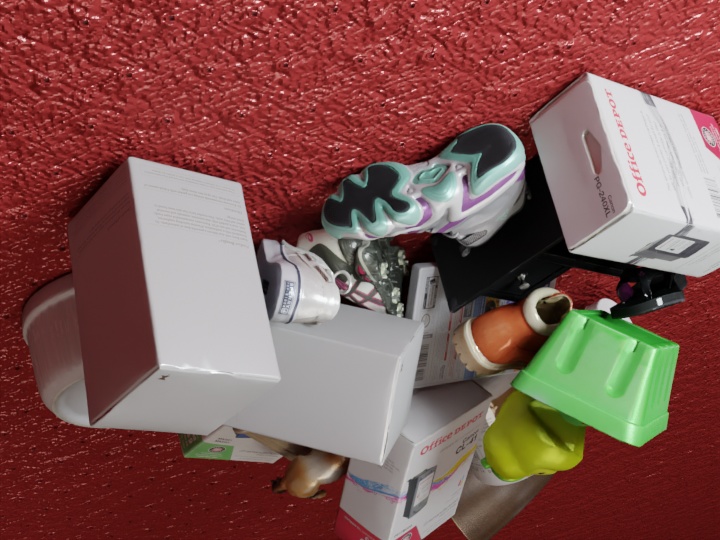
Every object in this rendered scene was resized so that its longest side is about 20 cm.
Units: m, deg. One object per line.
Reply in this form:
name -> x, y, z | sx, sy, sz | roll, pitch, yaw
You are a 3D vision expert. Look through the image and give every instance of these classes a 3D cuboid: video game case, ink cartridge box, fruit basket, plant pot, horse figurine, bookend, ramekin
video game case -> 0.134, 0.055, 1.288 | 0.200, 0.018, 0.144 | -5, 111, -32
ink cartridge box -> 0.265, -0.084, 1.068 | 0.200, 0.146, 0.083 | 9, 147, -38
fruit basket -> 0.219, 0.143, 1.150 | 0.155, 0.216, 0.216 | 25, 163, 22
plant pot -> 0.212, 0.284, 1.734 | 0.200, 0.187, 0.187 | -34, 150, 6
horse figurine -> -0.034, 0.230, 1.371 | 0.200, 0.050, 0.132 | -31, 159, 17
ink cartridge box -> 0.059, 0.223, 1.324 | 0.147, 0.086, 0.200 | -25, 140, -42
bookend -> 0.217, -0.028, 1.208 | 0.198, 0.092, 0.200 | 11, 145, -40
ink cartridge box -> -0.113, 0.156, 1.404 | 0.145, 0.088, 0.200 | 14, 139, -42
ramekin -> -0.246, 0.085, 1.189 | 0.200, 0.105, 0.200 | -11, 152, -6

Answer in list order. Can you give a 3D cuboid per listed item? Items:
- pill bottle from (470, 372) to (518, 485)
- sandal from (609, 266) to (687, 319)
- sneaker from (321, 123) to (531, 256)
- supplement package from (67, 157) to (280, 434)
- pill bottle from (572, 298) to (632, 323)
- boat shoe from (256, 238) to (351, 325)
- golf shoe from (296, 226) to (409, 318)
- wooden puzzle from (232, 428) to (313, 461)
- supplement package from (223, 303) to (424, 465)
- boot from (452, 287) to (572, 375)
pill bottle -> 0.154, 0.153, 1.403 | 0.114, 0.114, 0.200 | -22, 109, 15
sandal -> 0.296, 0.014, 1.188 | 0.075, 0.048, 0.200 | -19, -179, 19
sneaker -> 0.072, -0.051, 1.101 | 0.200, 0.078, 0.140 | -18, 146, 9
supplement package -> -0.167, 0.026, 0.994 | 0.121, 0.200, 0.120 | 12, 143, -40
pill bottle -> 0.255, 0.118, 1.480 | 0.113, 0.113, 0.200 | 15, 140, -44
boat shoe -> -0.053, 0.014, 1.088 | 0.086, 0.075, 0.202 | 11, -177, -14
golf shoe -> 0.000, 0.000, 1.203 | 0.088, 0.077, 0.200 | 1, 154, 16
wooden puzzle -> -0.032, 0.163, 1.339 | 0.185, 0.037, 0.200 | -25, 154, 12
supplement package -> -0.050, 0.102, 1.169 | 0.200, 0.120, 0.121 | 12, -164, 12
boot -> 0.194, 0.058, 1.204 | 0.107, 0.075, 0.200 | -34, 164, 32
